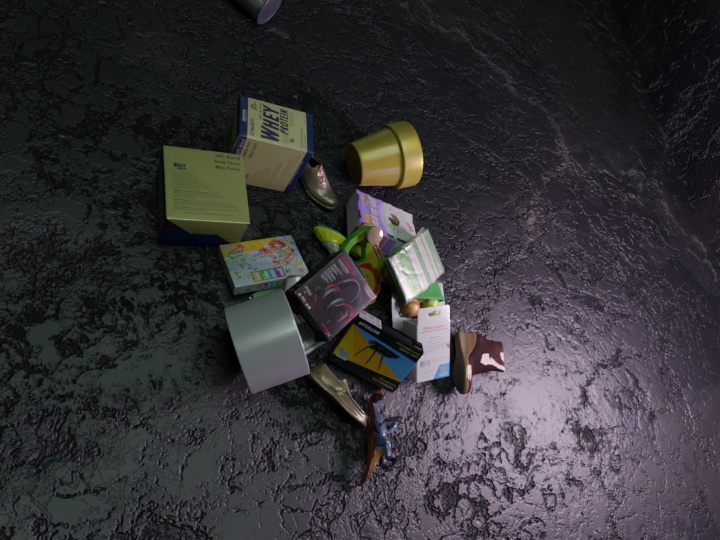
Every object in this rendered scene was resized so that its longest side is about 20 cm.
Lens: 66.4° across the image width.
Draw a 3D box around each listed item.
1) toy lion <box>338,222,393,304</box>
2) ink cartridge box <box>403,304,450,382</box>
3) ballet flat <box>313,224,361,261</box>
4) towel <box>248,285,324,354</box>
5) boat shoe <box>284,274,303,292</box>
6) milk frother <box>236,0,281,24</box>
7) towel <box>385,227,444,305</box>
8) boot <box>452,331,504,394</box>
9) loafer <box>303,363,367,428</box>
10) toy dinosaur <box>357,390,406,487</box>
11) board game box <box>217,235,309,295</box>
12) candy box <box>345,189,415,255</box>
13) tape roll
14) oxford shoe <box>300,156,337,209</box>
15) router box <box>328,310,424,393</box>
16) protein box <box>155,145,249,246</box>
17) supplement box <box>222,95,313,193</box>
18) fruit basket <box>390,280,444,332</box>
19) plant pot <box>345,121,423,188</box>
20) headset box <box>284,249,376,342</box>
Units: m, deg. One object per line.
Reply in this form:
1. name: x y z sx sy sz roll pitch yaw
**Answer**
1. toy lion: 0.000 0.000 1.488 0.191 0.069 0.201 -35 119 -15
2. ink cartridge box: 0.179 0.191 1.492 0.115 0.068 0.201 -5 99 -31
3. ballet flat: -0.048 -0.060 1.552 0.199 0.067 0.067 26 66 -17
4. towel: -0.174 0.121 1.406 0.152 0.023 0.200 -27 80 -36
5. boat shoe: -0.110 0.081 1.402 0.199 0.071 0.070 26 65 -25
6. milk frother: -0.326 -0.944 1.759 0.188 0.200 0.181 42 49 -4
7. towel: 0.154 -0.014 1.530 0.200 0.023 0.153 -39 112 -41
8. boot: 0.353 0.276 1.598 0.166 0.072 0.201 17 55 -18
9. loafer: -0.050 0.306 1.357 0.200 0.076 0.067 45 59 -2
10. toy dinosaur: 0.043 0.396 1.362 0.199 0.105 0.182 -20 56 -22
11. board game box: -0.248 -0.018 1.410 0.199 0.034 0.135 -11 58 -30
12. candy box: 0.061 -0.129 1.606 0.199 0.072 0.168 22 36 -21
13. tape roll: -0.212 0.158 1.242 0.139 0.203 0.204 -18 74 -11
14. oxford shoe: -0.130 -0.267 1.601 0.070 0.075 0.200 -37 87 -38
15. router box: 0.040 0.208 1.412 0.199 0.149 0.051 30 20 -12
16. protein box: -0.397 -0.179 1.371 0.198 0.135 0.201 1 66 -28
17. supplement box: -0.255 -0.334 1.488 0.199 0.200 0.135 8 61 -24
18. fruit basket: 0.166 0.127 1.576 0.184 0.094 0.201 4 80 -27
19. plant pot: 0.064 -0.343 1.687 0.188 0.201 0.202 -14 73 -18
20. headset box: -0.067 0.055 1.345 0.200 0.075 0.149 -41 104 -30
